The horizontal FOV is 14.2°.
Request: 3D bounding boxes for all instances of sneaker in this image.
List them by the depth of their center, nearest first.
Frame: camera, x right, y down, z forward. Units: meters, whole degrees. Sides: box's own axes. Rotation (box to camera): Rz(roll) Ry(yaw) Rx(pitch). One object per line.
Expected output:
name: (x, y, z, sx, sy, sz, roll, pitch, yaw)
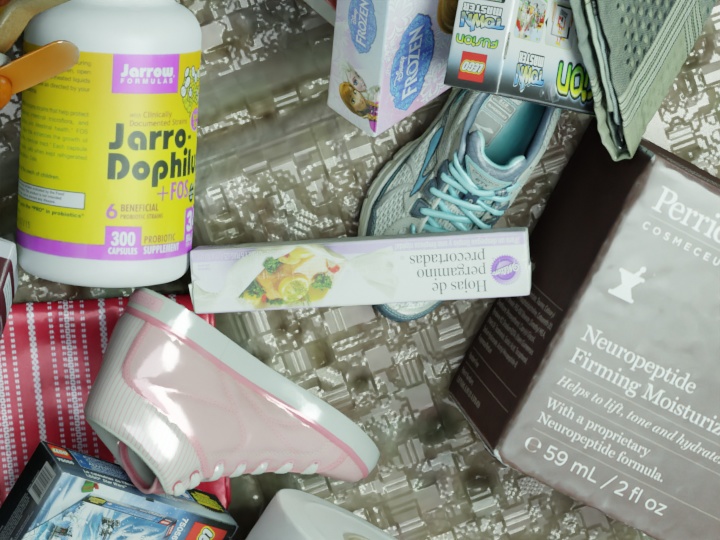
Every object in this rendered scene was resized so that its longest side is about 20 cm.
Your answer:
sneaker: (-0.083, 0.100, 1.721, 0.200, 0.075, 0.105, 36, 77, -34)
sneaker: (0.060, -0.058, 1.729, 0.078, 0.086, 0.200, 26, 97, -11)

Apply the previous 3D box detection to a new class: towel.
towel: (0.162, -0.193, 1.640, 0.035, 0.200, 0.193, 11, 140, 24)
towel: (-0.182, 0.089, 1.762, 0.200, 0.022, 0.145, -4, 101, -6)

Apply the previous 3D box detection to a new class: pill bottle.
pill bottle: (-0.146, -0.096, 1.687, 0.104, 0.104, 0.200, 1, 101, -7)

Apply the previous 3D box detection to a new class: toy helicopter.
toy helicopter: (-0.191, -0.149, 1.606, 0.079, 0.200, 0.132, 27, 57, -48)

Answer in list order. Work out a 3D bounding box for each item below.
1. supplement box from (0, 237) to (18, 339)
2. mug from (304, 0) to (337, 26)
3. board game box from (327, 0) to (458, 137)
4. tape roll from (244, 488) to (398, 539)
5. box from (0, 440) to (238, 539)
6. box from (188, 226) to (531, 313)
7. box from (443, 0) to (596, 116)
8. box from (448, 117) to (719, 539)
supplement box: (-0.254, 0.080, 1.671, 0.061, 0.109, 0.200, 16, 76, -2)
mug: (0.022, -0.245, 1.648, 0.133, 0.178, 0.200, 43, 89, -10)
board game box: (0.069, -0.200, 1.624, 0.199, 0.041, 0.200, -35, 148, -32)
tape roll: (0.015, 0.213, 1.719, 0.202, 0.202, 0.071, 33, 96, -12)
box: (-0.181, 0.207, 1.735, 0.137, 0.040, 0.200, 22, 106, -39)
box: (0.000, 0.000, 1.697, 0.200, 0.041, 0.039, -3, 96, 4)
box: (0.115, -0.146, 1.633, 0.035, 0.200, 0.110, 13, 93, 28)
box: (0.178, 0.041, 1.724, 0.166, 0.164, 0.200, 26, 97, -11)
